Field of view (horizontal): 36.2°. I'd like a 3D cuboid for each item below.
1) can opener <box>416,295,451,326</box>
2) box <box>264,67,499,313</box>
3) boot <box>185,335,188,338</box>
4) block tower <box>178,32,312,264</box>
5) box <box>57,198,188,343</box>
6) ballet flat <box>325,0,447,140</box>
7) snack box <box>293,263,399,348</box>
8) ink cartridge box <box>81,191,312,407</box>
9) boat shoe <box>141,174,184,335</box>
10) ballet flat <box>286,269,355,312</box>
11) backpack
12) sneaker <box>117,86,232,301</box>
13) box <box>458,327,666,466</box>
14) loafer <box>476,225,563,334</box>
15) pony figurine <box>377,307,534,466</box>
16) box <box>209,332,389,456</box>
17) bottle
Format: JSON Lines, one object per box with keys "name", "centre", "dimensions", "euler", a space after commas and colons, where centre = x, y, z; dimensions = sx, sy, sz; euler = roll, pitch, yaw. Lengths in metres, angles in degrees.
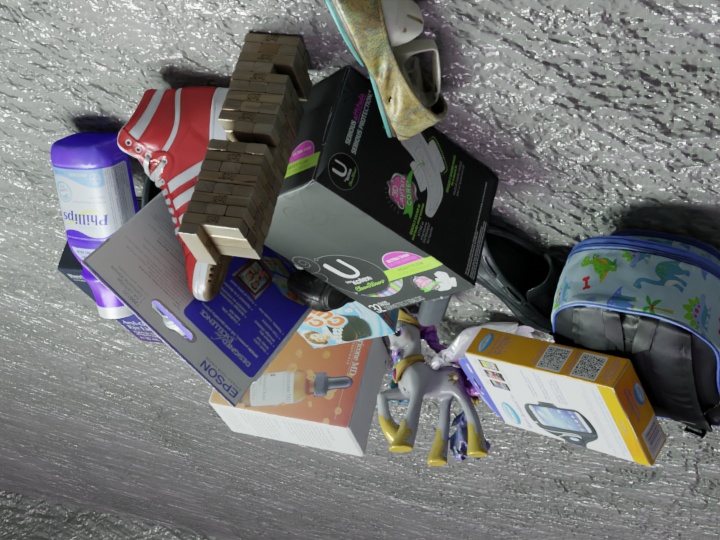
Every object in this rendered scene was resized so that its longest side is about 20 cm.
{"name": "can opener", "centre": [0.065, 0.017, 1.214], "dimensions": [0.066, 0.054, 0.200], "euler": [-14, 162, -6]}
{"name": "box", "centre": [0.003, -0.067, 1.034], "dimensions": [0.199, 0.125, 0.148], "euler": [33, 149, -29]}
{"name": "boot", "centre": [-0.150, 0.050, 1.254], "dimensions": [0.130, 0.068, 0.200], "euler": [20, 153, 33]}
{"name": "block tower", "centre": [-0.092, -0.103, 0.927], "dimensions": [0.057, 0.201, 0.054], "euler": [7, 154, 18]}
{"name": "box", "centre": [-0.249, 0.005, 1.360], "dimensions": [0.147, 0.105, 0.200], "euler": [3, 152, 27]}
{"name": "ballet flat", "centre": [0.026, -0.179, 0.874], "dimensions": [0.070, 0.071, 0.200], "euler": [5, 152, 23]}
{"name": "snack box", "centre": [-0.054, 0.013, 1.235], "dimensions": [0.115, 0.037, 0.200], "euler": [-12, 138, 30]}
{"name": "ink cartridge box", "centre": [-0.156, 0.017, 1.088], "dimensions": [0.198, 0.200, 0.043], "euler": [45, 130, -6]}
{"name": "boat shoe", "centre": [-0.206, -0.027, 1.162], "dimensions": [0.070, 0.202, 0.072], "euler": [-22, 143, 18]}
{"name": "ballet flat", "centre": [0.000, 0.000, 1.173], "dimensions": [0.057, 0.067, 0.199], "euler": [26, -159, 28]}
{"name": "backpack", "centre": [0.277, 0.046, 1.068], "dimensions": [0.182, 0.148, 0.200], "euler": [11, 152, 25]}
{"name": "sneaker", "centre": [-0.175, -0.075, 1.044], "dimensions": [0.111, 0.202, 0.071], "euler": [6, -179, 6]}
{"name": "box", "centre": [0.191, 0.119, 1.083], "dimensions": [0.199, 0.042, 0.119], "euler": [13, 145, 46]}
{"name": "loafer", "centre": [0.180, 0.013, 1.155], "dimensions": [0.200, 0.068, 0.070], "euler": [32, 161, -23]}
{"name": "pony figurine", "centre": [0.104, 0.133, 1.350], "dimensions": [0.192, 0.201, 0.167], "euler": [7, 152, -18]}
{"name": "box", "centre": [-0.079, 0.147, 1.491], "dimensions": [0.198, 0.153, 0.107], "euler": [7, 153, 17]}
{"name": "bottle", "centre": [-0.280, -0.047, 1.197], "dimensions": [0.083, 0.065, 0.202], "euler": [6, 115, 26]}
